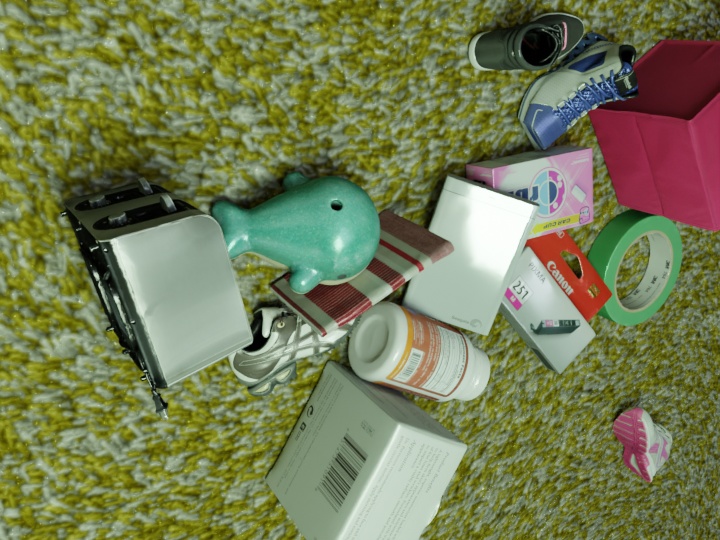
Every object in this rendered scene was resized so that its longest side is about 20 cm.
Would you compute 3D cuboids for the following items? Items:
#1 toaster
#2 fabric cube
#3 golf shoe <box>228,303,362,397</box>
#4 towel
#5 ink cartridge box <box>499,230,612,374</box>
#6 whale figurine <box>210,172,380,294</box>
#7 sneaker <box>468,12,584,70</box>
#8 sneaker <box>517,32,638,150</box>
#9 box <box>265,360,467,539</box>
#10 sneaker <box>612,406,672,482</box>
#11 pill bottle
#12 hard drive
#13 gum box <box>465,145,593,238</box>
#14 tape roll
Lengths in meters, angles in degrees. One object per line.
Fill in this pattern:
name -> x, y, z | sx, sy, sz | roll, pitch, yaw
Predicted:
toaster -> -0.212, 0.014, 0.742 | 0.118, 0.181, 0.200 | -24, 118, -24
fabric cube -> 0.508, -0.215, 1.093 | 0.196, 0.200, 0.200 | -39, 122, -13
golf shoe -> -0.081, 0.071, 0.909 | 0.200, 0.078, 0.095 | -40, 123, -15
towel -> 0.000, 0.000, 0.891 | 0.200, 0.144, 0.023 | -33, 126, -18
ink cartridge box -> 0.308, 0.034, 1.126 | 0.174, 0.044, 0.200 | -45, 108, -9
whale figurine -> -0.073, -0.053, 0.832 | 0.199, 0.104, 0.160 | 2, 66, -14
sneaker -> 0.254, -0.307, 0.964 | 0.200, 0.099, 0.071 | -20, 115, -26
sneaker -> 0.325, -0.262, 1.015 | 0.199, 0.115, 0.081 | -49, 124, -8
box -> 0.002, 0.261, 0.954 | 0.131, 0.200, 0.199 | 27, 92, -34
sneaker -> 0.564, 0.327, 1.406 | 0.088, 0.081, 0.200 | -38, 131, -16
pill bottle -> 0.089, 0.123, 1.012 | 0.200, 0.112, 0.112 | 23, 94, -36
hard drive -> 0.150, -0.019, 0.991 | 0.132, 0.027, 0.200 | 19, 110, 1
gum box -> 0.247, -0.112, 1.043 | 0.200, 0.066, 0.114 | -14, 108, -25
tape roll -> 0.479, -0.004, 1.246 | 0.200, 0.048, 0.201 | -12, 114, -28
